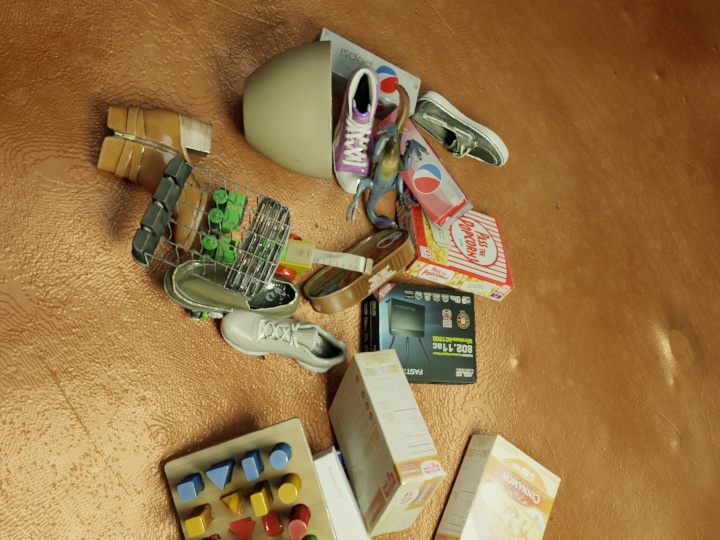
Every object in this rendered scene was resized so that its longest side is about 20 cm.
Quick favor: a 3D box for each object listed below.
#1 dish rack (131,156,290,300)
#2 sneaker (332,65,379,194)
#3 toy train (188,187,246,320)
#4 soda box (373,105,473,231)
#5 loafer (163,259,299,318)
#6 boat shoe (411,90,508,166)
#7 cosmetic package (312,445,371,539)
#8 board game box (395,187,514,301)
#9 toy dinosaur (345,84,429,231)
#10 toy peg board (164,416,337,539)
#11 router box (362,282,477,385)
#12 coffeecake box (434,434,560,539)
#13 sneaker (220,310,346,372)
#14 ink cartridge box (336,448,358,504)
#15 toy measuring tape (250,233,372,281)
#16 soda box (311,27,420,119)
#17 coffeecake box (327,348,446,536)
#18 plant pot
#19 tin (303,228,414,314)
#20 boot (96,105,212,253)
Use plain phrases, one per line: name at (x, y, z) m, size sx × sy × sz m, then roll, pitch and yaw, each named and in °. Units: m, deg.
dish rack at (-0.195, -0.053, 1.017) m, size 0.195 × 0.055 × 0.157 m, roll 22°, pitch 76°, yaw 0°
sneaker at (-0.009, -0.218, 1.202) m, size 0.070 × 0.114 × 0.207 m, roll 4°, pitch 103°, yaw -1°
toy train at (-0.207, -0.023, 1.114) m, size 0.055 × 0.042 × 0.206 m, roll 12°, pitch 73°, yaw -11°
soda box at (0.100, -0.168, 1.252) m, size 0.202 × 0.070 × 0.063 m, roll 57°, pitch 13°, yaw 20°
loafer at (-0.172, 0.020, 1.058) m, size 0.195 × 0.069 × 0.078 m, roll 7°, pitch 76°, yaw -20°
boat shoe at (0.176, -0.236, 1.366) m, size 0.197 × 0.071 × 0.065 m, roll 32°, pitch 65°, yaw -11°
cosmetic package at (-0.067, 0.374, 1.070) m, size 0.147 × 0.052 × 0.205 m, roll -22°, pitch 90°, yaw 1°
board game box at (0.159, -0.044, 1.294) m, size 0.196 × 0.046 × 0.155 m, roll 15°, pitch 49°, yaw -26°
toy dinosaur at (0.051, -0.151, 1.218) m, size 0.103 × 0.182 × 0.204 m, roll 20°, pitch 63°, yaw -4°
toy peg board at (-0.145, 0.326, 0.997) m, size 0.195 × 0.098 × 0.204 m, roll -18°, pitch 89°, yaw -1°
router box at (0.097, 0.108, 1.248) m, size 0.195 × 0.062 × 0.155 m, roll 6°, pitch 77°, yaw -28°
coffeecake box at (0.223, 0.397, 1.242) m, size 0.152 × 0.073 × 0.203 m, roll 35°, pitch 65°, yaw -19°
sneaker at (-0.107, 0.094, 1.121) m, size 0.196 × 0.091 × 0.078 m, roll 17°, pitch 72°, yaw -24°
ink cartridge box at (-0.010, 0.317, 1.160) m, size 0.195 × 0.037 × 0.097 m, roll -10°, pitch 84°, yaw -28°
toy measuring tape at (-0.076, -0.014, 1.150) m, size 0.194 × 0.074 × 0.076 m, roll 9°, pitch 72°, yaw 7°
soda box at (0.002, -0.323, 1.287) m, size 0.196 × 0.063 × 0.070 m, roll 21°, pitch 70°, yaw -23°
coffeecake box at (0.031, 0.243, 1.083) m, size 0.071 × 0.155 × 0.203 m, roll -3°, pitch 50°, yaw -25°
plant pot at (-0.108, -0.241, 1.154) m, size 0.130 × 0.201 × 0.207 m, roll 0°, pitch 78°, yaw -1°
tin at (0.000, 0.000, 1.187) m, size 0.198 × 0.111 × 0.043 m, roll -36°, pitch 118°, yaw -24°
boot at (-0.293, -0.133, 1.078) m, size 0.151 × 0.076 × 0.206 m, roll 8°, pitch 83°, yaw -22°
